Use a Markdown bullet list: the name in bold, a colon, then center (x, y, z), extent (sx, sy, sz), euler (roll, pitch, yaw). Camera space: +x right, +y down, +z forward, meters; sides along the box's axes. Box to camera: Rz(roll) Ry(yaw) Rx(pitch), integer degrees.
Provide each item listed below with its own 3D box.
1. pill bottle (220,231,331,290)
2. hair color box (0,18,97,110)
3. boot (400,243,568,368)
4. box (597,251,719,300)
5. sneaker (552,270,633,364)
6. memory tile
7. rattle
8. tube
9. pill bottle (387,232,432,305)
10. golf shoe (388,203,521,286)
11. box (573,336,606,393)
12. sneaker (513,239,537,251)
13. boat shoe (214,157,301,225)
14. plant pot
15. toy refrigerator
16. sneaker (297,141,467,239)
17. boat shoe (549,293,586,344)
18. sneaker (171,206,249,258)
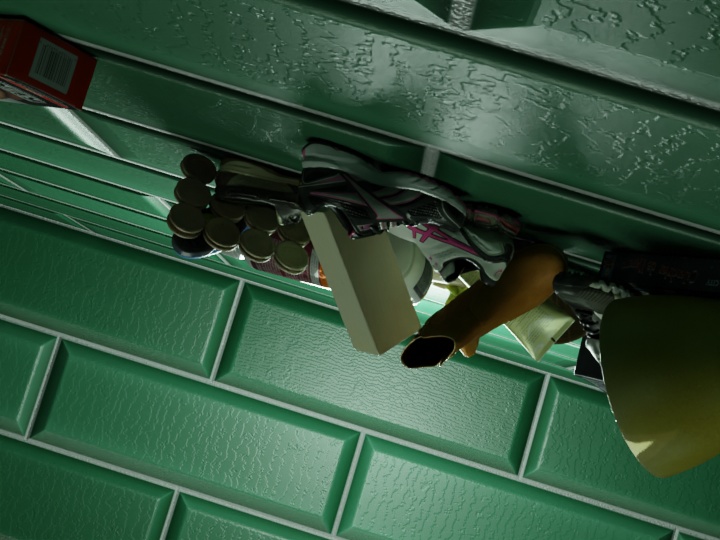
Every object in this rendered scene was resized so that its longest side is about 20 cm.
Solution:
- **pill bottle**: center (-0.107, -0.047, 1.632), extent (0.198, 0.115, 0.114), euler (15, 173, 16)
- **hair color box**: center (-0.382, -0.220, 1.146), extent (0.199, 0.062, 0.101), euler (13, 173, 38)
- **boot**: center (0.144, 0.051, 1.276), extent (0.201, 0.071, 0.144), euler (-35, -178, 38)
- **box**: center (0.390, 0.021, 1.244), extent (0.136, 0.038, 0.199), euler (22, 172, -32)
- **sneaker**: center (0.290, 0.063, 1.281), extent (0.199, 0.091, 0.066), euler (24, 170, -41)
- **memory tile**: center (-0.157, -0.076, 1.466), extent (0.198, 0.154, 0.017), euler (20, 134, -17)
- **rattle**: center (0.114, 0.051, 1.797), extent (0.198, 0.144, 0.130), euler (7, -171, 24)
- **tube**: center (0.172, 0.020, 1.365), extent (0.200, 0.052, 0.058), euler (44, 162, 15)
- **pill bottle**: center (0.040, -0.010, 1.551), extent (0.115, 0.117, 0.200), euler (16, 173, 11)
- **golf shoe**: center (0.096, -0.036, 1.305), extent (0.072, 0.093, 0.199), euler (22, 173, -42)
- **box**: center (0.459, 0.140, 1.675), extent (0.198, 0.124, 0.198), euler (12, 173, 28)
- **sneaker**: center (0.167, -0.004, 1.437), extent (0.075, 0.080, 0.199), euler (22, 173, -40)
- **boat shoe**: center (-0.097, -0.091, 1.444), extent (0.199, 0.067, 0.072), euler (17, 174, 2)
- **plant pot**: center (0.365, 0.108, 1.167), extent (0.141, 0.202, 0.199), euler (-21, 152, 33)
- **toy refrigerator**: center (0.000, 0.000, 1.393), extent (0.070, 0.076, 0.201), euler (7, 123, 58)
- **sneaker**: center (0.018, -0.071, 1.226), extent (0.198, 0.087, 0.080), euler (18, 175, -9)
- **boat shoe**: center (0.278, 0.053, 1.473), extent (0.198, 0.075, 0.069), euler (-4, -166, -26)
- **sneaker**: center (-0.193, -0.055, 1.493), extent (0.066, 0.200, 0.079), euler (42, 130, 4)
